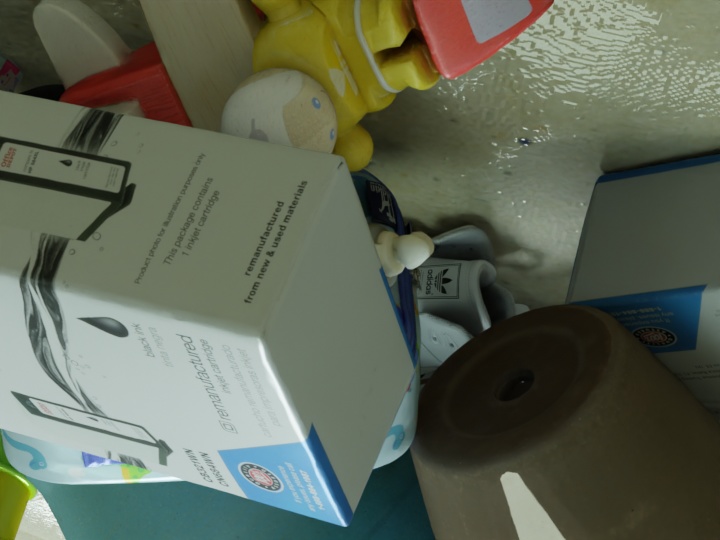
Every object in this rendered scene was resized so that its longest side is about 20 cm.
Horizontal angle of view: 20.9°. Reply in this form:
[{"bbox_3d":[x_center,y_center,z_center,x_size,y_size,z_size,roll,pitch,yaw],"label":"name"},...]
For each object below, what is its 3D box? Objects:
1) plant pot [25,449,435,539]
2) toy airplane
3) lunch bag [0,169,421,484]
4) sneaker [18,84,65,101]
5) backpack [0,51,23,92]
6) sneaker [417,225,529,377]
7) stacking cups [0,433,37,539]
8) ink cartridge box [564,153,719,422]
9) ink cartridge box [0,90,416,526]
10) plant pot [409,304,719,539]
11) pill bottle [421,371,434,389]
[{"bbox_3d":[-0.071,0.126,1.052,0.188,0.200,0.200,46,148,0],"label":"plant pot"},{"bbox_3d":[-0.044,-0.075,0.778,0.199,0.141,0.200,21,116,-12],"label":"toy airplane"},{"bbox_3d":[-0.070,0.026,0.910,0.199,0.161,0.083,-2,129,0],"label":"lunch bag"},{"bbox_3d":[-0.136,-0.039,1.012,0.078,0.140,0.200,47,-168,33],"label":"sneaker"},{"bbox_3d":[-0.258,-0.066,0.855,0.199,0.151,0.178,10,168,22],"label":"backpack"},{"bbox_3d":[0.000,0.000,1.042,0.115,0.075,0.200,-14,145,41],"label":"sneaker"},{"bbox_3d":[-0.191,0.066,1.114,0.060,0.201,0.061,14,154,7],"label":"stacking cups"},{"bbox_3d":[0.218,0.029,0.970,0.146,0.086,0.200,-9,145,38],"label":"ink cartridge box"},{"bbox_3d":[-0.094,0.011,0.759,0.199,0.085,0.146,11,150,22],"label":"ink cartridge box"},{"bbox_3d":[0.108,0.118,0.929,0.200,0.201,0.175,-9,126,38],"label":"plant pot"},{"bbox_3d":[0.068,0.108,1.160,0.199,0.113,0.112,-14,141,43],"label":"pill bottle"}]
